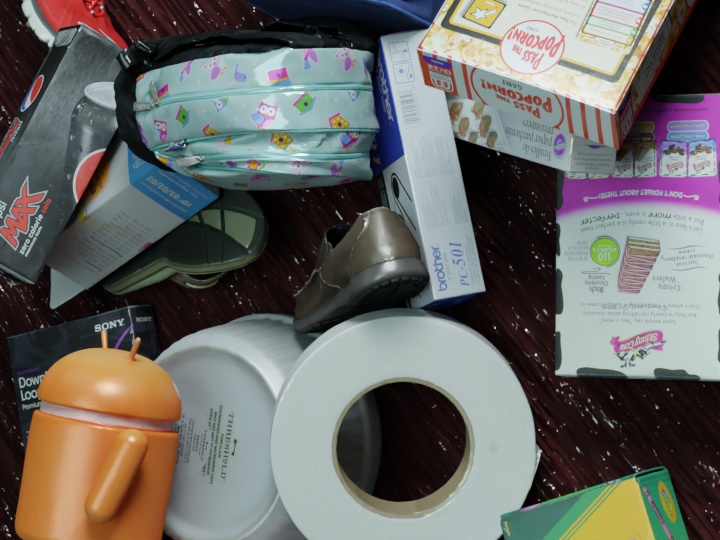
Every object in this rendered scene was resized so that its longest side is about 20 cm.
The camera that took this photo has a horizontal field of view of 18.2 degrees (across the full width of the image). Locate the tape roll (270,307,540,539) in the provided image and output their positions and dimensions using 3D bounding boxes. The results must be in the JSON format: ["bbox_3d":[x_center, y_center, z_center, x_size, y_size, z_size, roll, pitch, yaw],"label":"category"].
[{"bbox_3d":[0.032,0.129,1.672,0.201,0.037,0.204,0,99,-3],"label":"tape roll"}]

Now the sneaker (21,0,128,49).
[{"bbox_3d":[-0.244,-0.244,1.890,0.085,0.077,0.200,-44,69,19],"label":"sneaker"}]

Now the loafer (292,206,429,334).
[{"bbox_3d":[0.000,0.000,1.698,0.200,0.073,0.072,146,117,-63],"label":"loafer"}]

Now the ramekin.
[{"bbox_3d":[-0.092,0.136,1.774,0.199,0.105,0.202,0,91,32],"label":"ramekin"}]

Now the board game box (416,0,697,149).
[{"bbox_3d":[0.150,-0.195,1.550,0.151,0.046,0.201,21,65,22],"label":"board game box"}]

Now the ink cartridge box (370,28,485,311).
[{"bbox_3d":[0.043,-0.072,1.692,0.094,0.044,0.201,147,112,-74],"label":"ink cartridge box"}]

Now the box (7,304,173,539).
[{"bbox_3d":[-0.224,0.140,1.899,0.142,0.036,0.202,-14,81,32],"label":"box"}]

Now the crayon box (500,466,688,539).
[{"bbox_3d":[0.189,0.255,1.618,0.118,0.058,0.201,-21,81,31],"label":"crayon box"}]

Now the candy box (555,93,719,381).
[{"bbox_3d":[0.211,-0.023,1.605,0.136,0.061,0.202,1,90,34],"label":"candy box"}]

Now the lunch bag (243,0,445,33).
[{"bbox_3d":[-0.017,-0.261,1.704,0.199,0.136,0.133,12,87,29],"label":"lunch bag"}]

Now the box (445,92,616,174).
[{"bbox_3d":[0.118,-0.104,1.621,0.200,0.041,0.039,-155,68,-63],"label":"box"}]

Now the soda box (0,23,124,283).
[{"bbox_3d":[-0.247,-0.092,1.780,0.201,0.071,0.063,-63,21,-9],"label":"soda box"}]

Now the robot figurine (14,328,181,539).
[{"bbox_3d":[-0.197,0.147,1.707,0.116,0.144,0.202,9,89,18],"label":"robot figurine"}]

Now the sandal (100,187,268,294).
[{"bbox_3d":[-0.137,-0.019,1.834,0.200,0.057,0.080,-12,53,49],"label":"sandal"}]

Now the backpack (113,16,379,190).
[{"bbox_3d":[-0.070,-0.123,1.689,0.199,0.166,0.128,0,99,47],"label":"backpack"}]

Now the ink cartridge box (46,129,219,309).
[{"bbox_3d":[-0.210,-0.068,1.844,0.199,0.068,0.116,-33,42,28],"label":"ink cartridge box"}]
